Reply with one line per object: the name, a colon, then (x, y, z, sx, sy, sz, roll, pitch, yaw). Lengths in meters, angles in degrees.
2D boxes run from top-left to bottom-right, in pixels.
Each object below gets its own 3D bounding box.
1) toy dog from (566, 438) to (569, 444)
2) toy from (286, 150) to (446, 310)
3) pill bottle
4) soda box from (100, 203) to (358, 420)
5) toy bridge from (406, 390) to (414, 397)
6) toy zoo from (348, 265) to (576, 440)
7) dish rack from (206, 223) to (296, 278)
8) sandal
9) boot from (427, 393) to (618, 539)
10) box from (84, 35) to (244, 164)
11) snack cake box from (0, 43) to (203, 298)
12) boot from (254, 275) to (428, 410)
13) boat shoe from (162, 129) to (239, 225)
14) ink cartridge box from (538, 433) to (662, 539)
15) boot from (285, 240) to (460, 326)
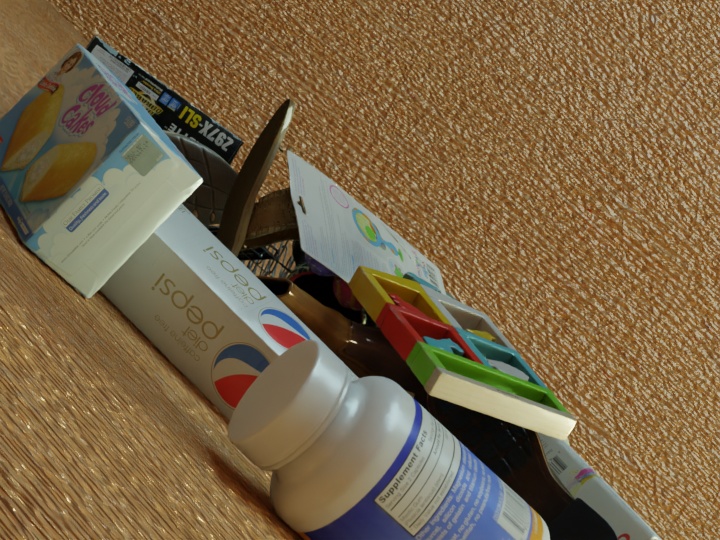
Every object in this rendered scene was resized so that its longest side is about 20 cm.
toy dog: (0.085, 0.182, 1.868, 0.200, 0.139, 0.195, 43, 33, -40)
toy: (0.000, 0.000, 1.691, 0.200, 0.047, 0.115, 33, 31, -36)
pill bottle: (0.015, 0.138, 1.296, 0.200, 0.112, 0.112, 42, 2, -18)
soda box: (-0.092, 0.045, 1.470, 0.200, 0.068, 0.064, 44, 25, 10)
toy bridge: (-0.054, 0.074, 1.582, 0.199, 0.027, 0.067, 22, -6, -20)
toy zoo: (0.069, 0.054, 1.578, 0.131, 0.021, 0.200, 21, 17, -31)
dish rack: (-0.094, 0.000, 1.933, 0.153, 0.055, 0.200, -4, -34, 43)
sandal: (-0.078, -0.033, 1.692, 0.069, 0.212, 0.078, 31, -23, -14)
boot: (0.118, 0.171, 1.576, 0.200, 0.075, 0.097, 51, -12, 22)
box: (-0.202, -0.118, 1.861, 0.159, 0.049, 0.200, 34, -21, -9)
snack cake box: (-0.196, -0.075, 1.463, 0.067, 0.115, 0.200, 43, 2, -29)
boot: (-0.003, 0.047, 1.618, 0.188, 0.069, 0.200, 16, -17, 40)
boat shoe: (-0.192, -0.095, 1.743, 0.199, 0.075, 0.073, 20, 11, -15)
ink cartridge box: (0.162, 0.236, 1.692, 0.085, 0.145, 0.200, 46, 1, -33)
boot: (0.018, 0.043, 1.800, 0.203, 0.074, 0.154, 36, 15, -4)
